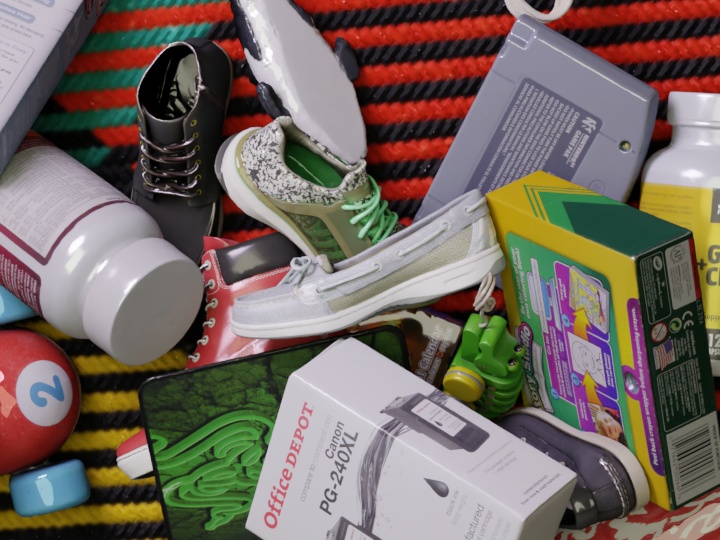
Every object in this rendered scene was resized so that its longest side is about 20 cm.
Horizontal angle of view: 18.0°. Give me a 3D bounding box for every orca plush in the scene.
[{"bbox_3d":[-0.074,-0.155,1.712,0.200,0.105,0.071,46,140,-20],"label":"orca plush"}]

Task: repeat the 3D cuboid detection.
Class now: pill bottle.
[{"bbox_3d":[-0.215,-0.018,1.689,0.200,0.110,0.110,35,99,31],"label":"pill bottle"},{"bbox_3d":[0.257,-0.027,1.650,0.112,0.112,0.200,4,95,8],"label":"pill bottle"}]

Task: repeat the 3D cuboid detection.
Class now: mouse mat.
[{"bbox_3d":[-0.054,0.128,1.671,0.200,0.008,0.161,-12,117,-5],"label":"mouse mat"}]

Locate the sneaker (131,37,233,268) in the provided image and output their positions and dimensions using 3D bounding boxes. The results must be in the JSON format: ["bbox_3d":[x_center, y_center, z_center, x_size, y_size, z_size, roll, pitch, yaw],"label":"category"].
[{"bbox_3d":[-0.146,-0.077,1.711,0.075,0.106,0.200,6,94,8],"label":"sneaker"}]

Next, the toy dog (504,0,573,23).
[{"bbox_3d":[0.099,-0.282,1.683,0.200,0.096,0.132,37,95,-10],"label":"toy dog"}]

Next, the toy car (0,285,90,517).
[{"bbox_3d":[-0.313,0.112,1.702,0.177,0.200,0.185,-14,92,9],"label":"toy car"}]

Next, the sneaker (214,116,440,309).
[{"bbox_3d":[-0.009,-0.043,1.661,0.200,0.089,0.077,34,59,-11],"label":"sneaker"}]

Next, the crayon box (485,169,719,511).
[{"bbox_3d":[0.173,0.047,1.608,0.058,0.172,0.200,-23,118,-24],"label":"crayon box"}]

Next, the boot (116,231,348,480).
[{"bbox_3d":[-0.116,0.058,1.702,0.200,0.072,0.144,-31,84,5],"label":"boot"}]

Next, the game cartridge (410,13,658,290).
[{"bbox_3d":[0.132,-0.075,1.669,0.133,0.041,0.200,33,124,9],"label":"game cartridge"}]

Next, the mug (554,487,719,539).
[{"bbox_3d":[0.200,0.232,1.686,0.200,0.178,0.134,-34,43,5],"label":"mug"}]

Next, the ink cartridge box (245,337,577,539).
[{"bbox_3d":[0.031,0.161,1.583,0.200,0.083,0.145,30,123,21],"label":"ink cartridge box"}]

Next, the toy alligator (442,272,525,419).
[{"bbox_3d":[0.096,0.065,1.651,0.054,0.200,0.059,24,61,5],"label":"toy alligator"}]

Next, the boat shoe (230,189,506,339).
[{"bbox_3d":[0.001,0.000,1.624,0.202,0.074,0.065,-16,98,5],"label":"boat shoe"}]

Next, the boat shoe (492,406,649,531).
[{"bbox_3d":[0.127,0.147,1.643,0.063,0.200,0.073,-27,105,-24],"label":"boat shoe"}]

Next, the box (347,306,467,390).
[{"bbox_3d":[-0.018,0.107,1.737,0.137,0.039,0.200,22,97,8],"label":"box"}]

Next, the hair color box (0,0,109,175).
[{"bbox_3d":[-0.271,-0.168,1.695,0.099,0.061,0.200,23,59,7],"label":"hair color box"}]
